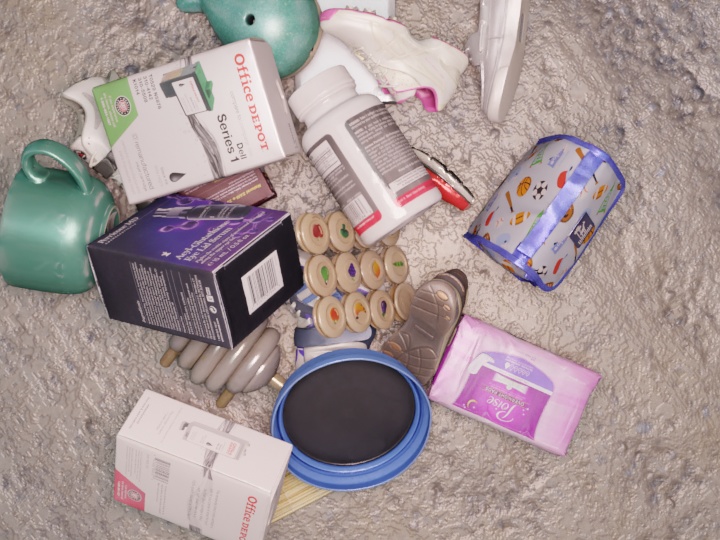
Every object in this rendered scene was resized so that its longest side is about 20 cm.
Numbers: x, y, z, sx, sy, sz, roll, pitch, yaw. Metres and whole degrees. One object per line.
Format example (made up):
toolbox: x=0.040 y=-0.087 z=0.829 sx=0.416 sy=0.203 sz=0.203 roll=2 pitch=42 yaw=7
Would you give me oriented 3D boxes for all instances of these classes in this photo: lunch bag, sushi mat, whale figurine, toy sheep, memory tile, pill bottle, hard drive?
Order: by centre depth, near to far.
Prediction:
pill bottle: x=0.000 y=-0.139 z=1.197 sx=0.111 sy=0.111 sz=0.200 roll=-33 pitch=88 yaw=1
lunch bag: x=0.225 y=-0.070 z=1.213 sx=0.124 sy=0.200 sz=0.170 roll=36 pitch=91 yaw=-1
memory tile: x=0.000 y=0.000 z=1.230 sx=0.017 sy=0.200 sz=0.153 roll=-12 pitch=87 yaw=37
whale figurine: x=-0.146 y=-0.320 z=1.246 sx=0.200 sy=0.104 sz=0.159 roll=33 pitch=105 yaw=12
toy sheep: x=-0.168 y=0.095 z=1.259 sx=0.200 sy=0.138 sz=0.138 roll=34 pitch=92 yaw=-6
hard drive: x=-0.021 y=-0.314 z=1.291 sx=0.132 sy=0.027 sz=0.200 roll=-1 pitch=92 yaw=1
sushi mat: x=-0.073 y=0.257 z=1.318 sx=0.200 sy=0.012 sz=0.096 roll=-28 pitch=92 yaw=2

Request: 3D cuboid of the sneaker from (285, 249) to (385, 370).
sneaker: x=-0.077 y=0.055 z=1.275 sx=0.200 sy=0.081 sz=0.147 roll=21 pitch=86 yaw=-7

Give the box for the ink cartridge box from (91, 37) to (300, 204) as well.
ink cartridge box: x=-0.189 y=-0.176 z=1.179 sx=0.200 sy=0.084 sz=0.146 roll=-16 pitch=98 yaw=10

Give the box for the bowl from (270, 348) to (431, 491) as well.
bowl: x=-0.012 y=0.185 z=1.252 sx=0.201 sy=0.039 sz=0.201 roll=-3 pitch=118 yaw=-6

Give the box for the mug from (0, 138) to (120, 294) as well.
mug: x=-0.362 y=-0.053 z=1.225 sx=0.114 sy=0.185 sz=0.152 roll=9 pitch=68 yaw=-2

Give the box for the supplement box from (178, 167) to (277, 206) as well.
supplement box: x=-0.199 y=-0.159 z=1.280 sx=0.109 sy=0.061 sz=0.200 roll=-27 pitch=91 yaw=3

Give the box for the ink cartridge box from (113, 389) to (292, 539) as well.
ink cartridge box: x=-0.196 y=0.251 z=1.242 sx=0.200 sy=0.083 sz=0.147 roll=20 pitch=133 yaw=5

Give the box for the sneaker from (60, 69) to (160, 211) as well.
sneaker: x=-0.315 y=-0.144 z=1.261 sx=0.088 sy=0.074 sz=0.200 roll=-24 pitch=91 yaw=-27

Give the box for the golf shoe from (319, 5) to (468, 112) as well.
golf shoe: x=0.037 y=-0.261 z=1.242 sx=0.200 sy=0.075 sz=0.092 roll=18 pitch=89 yaw=-19

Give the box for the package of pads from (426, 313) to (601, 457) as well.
package of pads: x=0.193 y=0.146 z=1.282 sx=0.200 sy=0.076 sz=0.121 roll=24 pitch=89 yaw=-1

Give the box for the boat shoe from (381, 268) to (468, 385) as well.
boat shoe: x=0.088 y=0.075 z=1.249 sx=0.074 sy=0.200 sz=0.073 roll=40 pitch=47 yaw=12

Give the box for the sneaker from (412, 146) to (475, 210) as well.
sneaker: x=0.050 y=-0.119 z=1.281 sx=0.200 sy=0.077 sz=0.085 roll=28 pitch=97 yaw=10

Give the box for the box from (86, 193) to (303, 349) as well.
box: x=-0.191 y=-0.005 z=1.175 sx=0.200 sy=0.148 sz=0.104 roll=10 pitch=125 yaw=30

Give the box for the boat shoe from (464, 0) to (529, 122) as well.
boat shoe: x=0.168 y=-0.290 z=1.275 sx=0.068 sy=0.072 sz=0.200 roll=9 pitch=99 yaw=21
